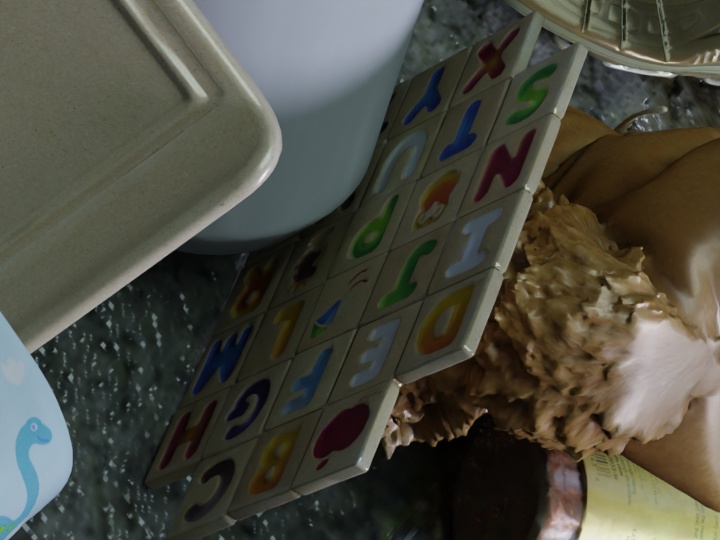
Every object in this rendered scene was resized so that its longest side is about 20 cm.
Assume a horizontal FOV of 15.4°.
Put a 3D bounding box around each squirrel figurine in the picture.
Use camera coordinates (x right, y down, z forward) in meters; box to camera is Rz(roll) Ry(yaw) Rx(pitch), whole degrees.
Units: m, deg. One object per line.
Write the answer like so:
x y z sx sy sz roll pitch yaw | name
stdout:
0.072 -0.008 0.943 0.199 0.142 0.187 -12 34 -36 | squirrel figurine

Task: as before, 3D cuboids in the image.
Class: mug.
-0.041 -0.100 0.909 0.149 0.154 0.187 16 41 9 | mug

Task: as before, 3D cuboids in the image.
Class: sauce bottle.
0.128 0.103 1.024 0.199 0.066 0.066 14 62 -33 | sauce bottle

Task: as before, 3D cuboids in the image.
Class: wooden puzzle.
-0.147 -0.065 0.811 0.200 0.185 0.037 54 16 -4 | wooden puzzle

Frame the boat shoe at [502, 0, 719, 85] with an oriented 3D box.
0.127 -0.115 1.136 0.200 0.063 0.074 6 79 -30 | boat shoe

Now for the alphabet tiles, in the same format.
0.000 0.000 0.895 0.006 0.166 0.201 40 50 -23 | alphabet tiles

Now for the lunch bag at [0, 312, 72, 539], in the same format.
-0.181 0.012 0.746 0.200 0.161 0.082 55 47 -7 | lunch bag
